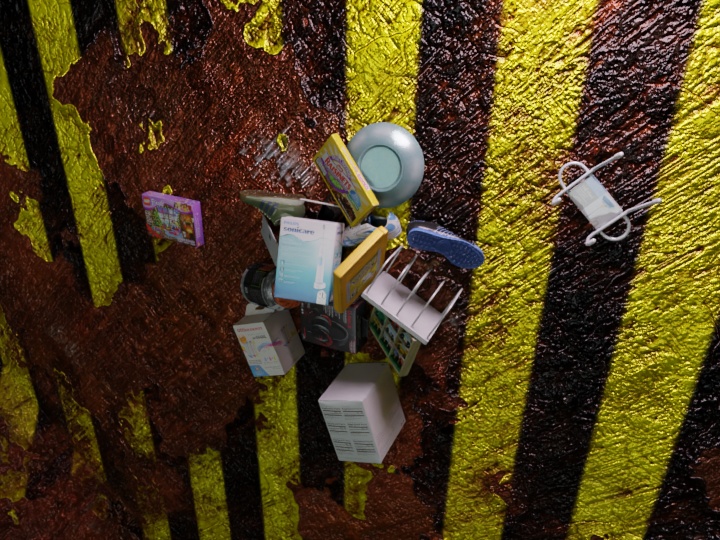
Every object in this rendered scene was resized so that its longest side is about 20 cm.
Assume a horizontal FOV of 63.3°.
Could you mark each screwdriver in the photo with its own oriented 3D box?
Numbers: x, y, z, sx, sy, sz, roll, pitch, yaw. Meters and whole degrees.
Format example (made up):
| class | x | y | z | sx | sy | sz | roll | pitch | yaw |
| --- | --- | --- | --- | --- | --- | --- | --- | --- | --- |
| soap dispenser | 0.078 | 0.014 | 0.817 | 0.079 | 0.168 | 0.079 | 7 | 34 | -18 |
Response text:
| class | x | y | z | sx | sy | sz | roll | pitch | yaw |
| --- | --- | --- | --- | --- | --- | --- | --- | --- | --- |
| screwdriver | -0.057 | -0.155 | 1.431 | 0.028 | 0.198 | 0.029 | -63 | 40 | 31 |

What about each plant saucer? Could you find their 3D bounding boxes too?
| class | x | y | z | sx | sy | sz | roll | pitch | yaw |
| --- | --- | --- | --- | --- | --- | --- | --- | --- | --- |
| plant saucer | 0.050 | -0.243 | 1.376 | 0.198 | 0.039 | 0.204 | 4 | 108 | 13 |

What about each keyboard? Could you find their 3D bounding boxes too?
| class | x | y | z | sx | sy | sz | roll | pitch | yaw |
| --- | --- | --- | --- | --- | --- | --- | --- | --- | --- |
| keyboard | -0.243 | -0.083 | 1.578 | 0.200 | 0.011 | 0.057 | -123 | 41 | -52 |

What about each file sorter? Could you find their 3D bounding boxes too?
| class | x | y | z | sx | sy | sz | roll | pitch | yaw |
| --- | --- | --- | --- | --- | --- | --- | --- | --- | --- |
| file sorter | 0.132 | 0.051 | 1.447 | 0.199 | 0.139 | 0.125 | 36 | 123 | 8 |

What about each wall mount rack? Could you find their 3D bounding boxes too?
| class | x | y | z | sx | sy | sz | roll | pitch | yaw |
| --- | --- | --- | --- | --- | --- | --- | --- | --- | --- |
| wall mount rack | 0.497 | -0.147 | 1.190 | 0.200 | 0.075 | 0.174 | 49 | 126 | -2 |

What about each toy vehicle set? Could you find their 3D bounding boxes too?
| class | x | y | z | sx | sy | sz | roll | pitch | yaw |
| --- | --- | --- | --- | --- | --- | --- | --- | --- | --- |
| toy vehicle set | 0.085 | 0.160 | 1.520 | 0.201 | 0.026 | 0.125 | 56 | 139 | 45 |

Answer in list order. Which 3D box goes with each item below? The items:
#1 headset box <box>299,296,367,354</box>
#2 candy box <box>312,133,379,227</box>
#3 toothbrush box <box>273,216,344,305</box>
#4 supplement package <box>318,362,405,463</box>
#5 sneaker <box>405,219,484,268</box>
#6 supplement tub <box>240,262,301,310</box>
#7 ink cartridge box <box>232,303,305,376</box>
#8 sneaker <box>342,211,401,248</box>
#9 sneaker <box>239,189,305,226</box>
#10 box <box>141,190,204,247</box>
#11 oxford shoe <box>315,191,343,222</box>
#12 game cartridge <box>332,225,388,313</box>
| class | x | y | z | sx | sy | sz | roll | pitch | yaw |
| --- | --- | --- | --- | --- | --- | --- | --- | --- | --- |
| headset box | -0.066 | 0.138 | 1.633 | 0.198 | 0.075 | 0.150 | 12 | 118 | 23 |
| candy box | -0.038 | -0.213 | 1.393 | 0.102 | 0.026 | 0.201 | -39 | 77 | 44 |
| toothbrush box | -0.127 | -0.027 | 1.455 | 0.145 | 0.085 | 0.203 | 7 | 98 | 12 |
| supplement package | 0.009 | 0.397 | 1.650 | 0.146 | 0.191 | 0.202 | -6 | 110 | 29 |
| sneaker | 0.203 | -0.071 | 1.397 | 0.198 | 0.078 | 0.071 | 21 | 122 | -8 |
| supplement tub | -0.239 | 0.044 | 1.612 | 0.199 | 0.122 | 0.124 | 7 | 120 | 54 |
| ink cartridge box | -0.276 | 0.195 | 1.744 | 0.127 | 0.125 | 0.202 | -10 | 109 | 32 |
| sneaker | 0.007 | -0.106 | 1.474 | 0.198 | 0.072 | 0.073 | -10 | 120 | 26 |
| sneaker | -0.239 | -0.163 | 1.581 | 0.198 | 0.067 | 0.091 | 9 | 112 | 21 |
| box | -0.571 | -0.157 | 1.782 | 0.198 | 0.039 | 0.138 | 13 | 119 | 22 |
| oxford shoe | -0.047 | -0.180 | 1.467 | 0.071 | 0.072 | 0.201 | 41 | 126 | 6 |
| game cartridge | 0.000 | 0.000 | 1.422 | 0.032 | 0.176 | 0.201 | 38 | 158 | 15 |
